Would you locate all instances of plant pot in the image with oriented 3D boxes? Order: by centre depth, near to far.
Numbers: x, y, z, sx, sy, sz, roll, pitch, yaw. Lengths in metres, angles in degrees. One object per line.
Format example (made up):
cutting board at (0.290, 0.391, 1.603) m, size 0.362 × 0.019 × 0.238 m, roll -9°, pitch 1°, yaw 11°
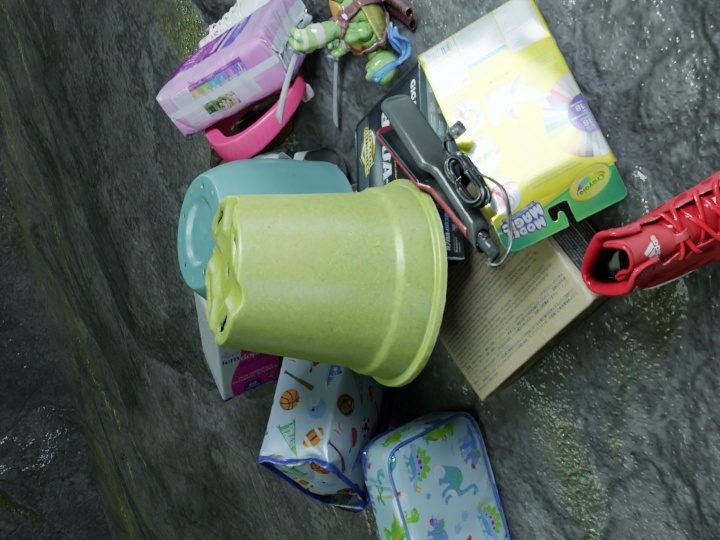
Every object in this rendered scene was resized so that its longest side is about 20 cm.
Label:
plant pot at (-0.045, 0.005, 0.635) m, size 0.199 × 0.179 × 0.207 m, roll -175°, pitch 90°, yaw -66°
plant pot at (-0.121, -0.037, 0.795) m, size 0.198 × 0.158 × 0.207 m, roll -7°, pitch 82°, yaw 53°

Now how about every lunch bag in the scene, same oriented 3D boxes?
lunch bag at (0.094, 0.281, 0.811) m, size 0.082 × 0.158 × 0.205 m, roll -15°, pitch 92°, yaw 57°
lunch bag at (-0.025, 0.201, 0.868) m, size 0.121 × 0.174 × 0.201 m, roll 0°, pitch 147°, yaw 23°

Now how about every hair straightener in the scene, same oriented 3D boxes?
hair straightener at (0.071, -0.087, 0.580) m, size 0.078 × 0.040 × 0.203 m, roll 98°, pitch 150°, yaw -52°

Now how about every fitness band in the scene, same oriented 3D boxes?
fitness band at (-0.133, -0.201, 0.863) m, size 0.038 × 0.143 × 0.200 m, roll 49°, pitch 178°, yaw -30°

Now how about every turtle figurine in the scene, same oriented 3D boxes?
turtle figurine at (-0.049, -0.277, 0.755) m, size 0.198 × 0.142 × 0.199 m, roll -22°, pitch 90°, yaw 49°

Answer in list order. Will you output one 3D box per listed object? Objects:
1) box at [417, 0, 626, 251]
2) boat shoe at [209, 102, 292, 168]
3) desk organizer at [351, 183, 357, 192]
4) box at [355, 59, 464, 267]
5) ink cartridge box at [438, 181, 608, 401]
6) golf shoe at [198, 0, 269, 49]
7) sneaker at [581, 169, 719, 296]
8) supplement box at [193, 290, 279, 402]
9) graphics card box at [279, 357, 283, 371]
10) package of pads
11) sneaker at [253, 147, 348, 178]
box at (0.141, -0.126, 0.593) m, size 0.115 × 0.048 × 0.205 m, roll -25°, pitch 72°, yaw 16°
boat shoe at (-0.172, -0.202, 1.002) m, size 0.198 × 0.069 × 0.072 m, roll -27°, pitch 72°, yaw 45°
desk organizer at (0.000, 0.000, 0.877) m, size 0.077 × 0.071 × 0.204 m, roll -34°, pitch 79°, yaw 55°
box at (0.047, -0.090, 0.721) m, size 0.158 × 0.045 × 0.206 m, roll 152°, pitch 119°, yaw -62°
ink cartridge box at (0.146, 0.009, 0.690) m, size 0.167 × 0.074 × 0.201 m, roll 57°, pitch 142°, yaw 20°
golf shoe at (-0.173, -0.319, 0.927) m, size 0.202 × 0.089 × 0.077 m, roll 120°, pitch 151°, yaw -44°
sneaker at (0.251, -0.028, 0.497) m, size 0.200 × 0.114 × 0.080 m, roll -44°, pitch 72°, yaw 44°
supplement box at (-0.185, 0.093, 1.024) m, size 0.104 × 0.099 × 0.203 m, roll 56°, pitch 155°, yaw 33°
graphics card box at (-0.119, 0.052, 1.069) m, size 0.124 × 0.050 × 0.205 m, roll -20°, pitch 90°, yaw 53°
package of pads at (-0.153, -0.257, 0.847) m, size 0.196 × 0.122 × 0.076 m, roll -17°, pitch 126°, yaw 34°
sneaker at (-0.098, -0.127, 0.933) m, size 0.197 × 0.087 × 0.076 m, roll 9°, pitch 112°, yaw 48°
